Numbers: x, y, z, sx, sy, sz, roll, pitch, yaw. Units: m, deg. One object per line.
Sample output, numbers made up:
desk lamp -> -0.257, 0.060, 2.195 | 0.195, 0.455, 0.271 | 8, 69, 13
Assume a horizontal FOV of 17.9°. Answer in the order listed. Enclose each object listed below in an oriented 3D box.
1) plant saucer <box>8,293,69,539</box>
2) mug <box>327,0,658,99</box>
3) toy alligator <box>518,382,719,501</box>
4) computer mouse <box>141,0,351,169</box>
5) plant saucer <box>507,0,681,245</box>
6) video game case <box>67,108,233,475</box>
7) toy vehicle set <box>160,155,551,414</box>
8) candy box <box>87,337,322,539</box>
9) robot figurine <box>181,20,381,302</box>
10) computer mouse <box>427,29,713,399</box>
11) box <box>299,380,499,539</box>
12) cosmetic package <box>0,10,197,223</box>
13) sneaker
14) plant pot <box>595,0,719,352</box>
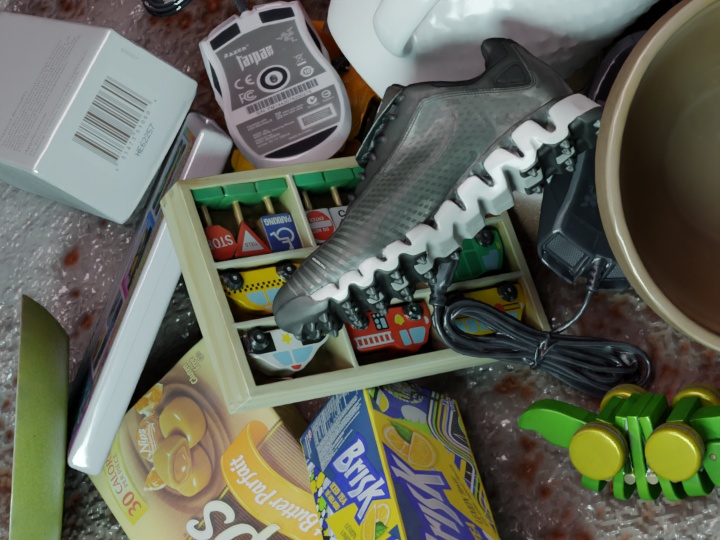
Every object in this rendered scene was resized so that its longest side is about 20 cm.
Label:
plant saucer -> -0.187, 0.114, 1.326 | 0.031, 0.200, 0.200 | 3, 66, -9
mug -> 0.067, -0.163, 1.231 | 0.175, 0.200, 0.148 | -42, 84, 16
toy alligator -> 0.179, 0.094, 1.186 | 0.200, 0.059, 0.054 | -1, 112, 26
computer mouse -> -0.058, -0.122, 1.339 | 0.110, 0.044, 0.200 | -21, 53, 0
plant saucer -> 0.122, -0.113, 1.316 | 0.200, 0.034, 0.200 | -12, 63, 25
video game case -> -0.124, 0.007, 1.320 | 0.182, 0.024, 0.200 | -134, 66, -79
toy vehicle set -> 0.000, 0.000, 1.236 | 0.027, 0.200, 0.124 | -41, 64, 52
candy box -> -0.064, 0.143, 1.299 | 0.115, 0.055, 0.200 | -45, 55, 7
robot figurine -> -0.029, -0.053, 1.357 | 0.145, 0.058, 0.200 | 8, 73, 41
computer mouse -> 0.105, -0.039, 1.229 | 0.046, 0.140, 0.200 | -152, 74, -74
box -> 0.025, 0.136, 1.187 | 0.064, 0.070, 0.200 | -56, 24, 24
cosmetic package -> -0.187, -0.098, 1.422 | 0.102, 0.074, 0.200 | -61, 27, -5
sneaker -> 0.026, -0.047, 1.172 | 0.200, 0.066, 0.091 | -38, 73, -3
plant pot -> 0.211, -0.055, 1.177 | 0.201, 0.093, 0.201 | -1, 94, -9
